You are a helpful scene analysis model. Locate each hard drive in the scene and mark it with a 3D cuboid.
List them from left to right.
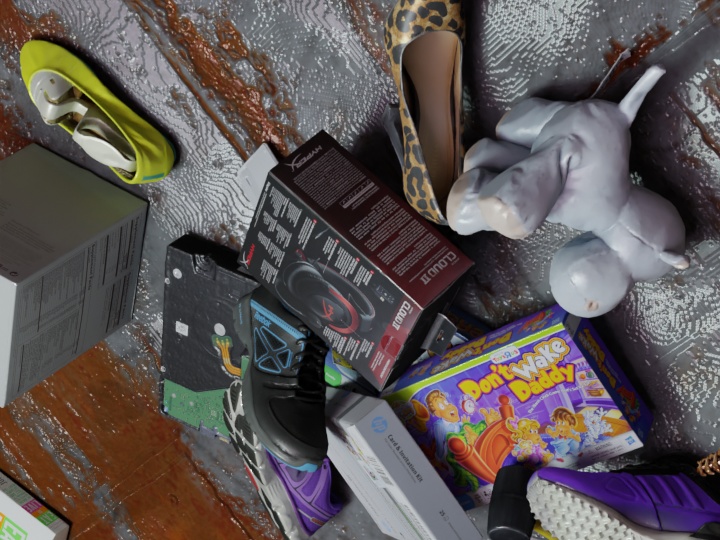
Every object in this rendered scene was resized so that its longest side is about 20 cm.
[{"bbox_3d":[-0.129,0.076,1.926,0.140,0.038,0.200,21,123,25],"label":"hard drive"}]

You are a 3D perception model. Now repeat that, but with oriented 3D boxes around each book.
[{"bbox_3d":[-0.426,0.283,2.241,0.200,0.048,0.134,34,124,19],"label":"book"}]

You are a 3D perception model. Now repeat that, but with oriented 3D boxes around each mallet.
[{"bbox_3d":[0.184,0.231,1.735,0.041,0.066,0.200,-19,144,40],"label":"mallet"}]

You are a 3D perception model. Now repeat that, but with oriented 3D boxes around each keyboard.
[{"bbox_3d":[-0.052,-0.021,1.812,0.056,0.011,0.200,-40,77,41],"label":"keyboard"}]

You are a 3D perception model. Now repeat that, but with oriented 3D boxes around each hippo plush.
[{"bbox_3d":[0.184,-0.057,1.596,0.200,0.159,0.161,-40,110,1],"label":"hippo plush"}]

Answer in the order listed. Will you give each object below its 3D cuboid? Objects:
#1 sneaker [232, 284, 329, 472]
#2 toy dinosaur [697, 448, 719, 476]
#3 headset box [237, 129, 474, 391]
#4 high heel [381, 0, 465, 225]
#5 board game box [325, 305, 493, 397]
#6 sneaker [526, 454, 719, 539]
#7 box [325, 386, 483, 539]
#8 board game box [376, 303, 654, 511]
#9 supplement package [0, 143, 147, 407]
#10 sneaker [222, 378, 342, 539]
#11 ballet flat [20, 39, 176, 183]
[{"bbox_3d":[-0.062,0.085,1.762,0.082,0.073,0.200,-41,50,32],"label":"sneaker"},{"bbox_3d":[0.378,0.164,1.601,0.200,0.102,0.136,3,101,54],"label":"toy dinosaur"},{"bbox_3d":[0.000,0.000,1.700,0.200,0.075,0.149,42,147,12],"label":"headset box"},{"bbox_3d":[0.068,-0.141,1.613,0.200,0.071,0.143,102,153,-45],"label":"high heel"},{"bbox_3d":[0.067,0.093,1.799,0.200,0.034,0.136,32,128,17],"label":"board game box"},{"bbox_3d":[0.240,0.196,1.678,0.200,0.100,0.070,20,142,-2],"label":"sneaker"},{"bbox_3d":[0.022,0.182,1.794,0.156,0.041,0.200,55,165,-10],"label":"box"},{"bbox_3d":[0.133,0.120,1.711,0.200,0.045,0.135,-25,108,32],"label":"board game box"},{"bbox_3d":[-0.333,0.001,1.920,0.152,0.200,0.151,27,127,21],"label":"supplement package"},{"bbox_3d":[-0.072,0.172,1.897,0.081,0.083,0.200,45,161,49],"label":"sneaker"},{"bbox_3d":[-0.264,-0.150,1.882,0.200,0.067,0.067,39,130,12],"label":"ballet flat"}]
